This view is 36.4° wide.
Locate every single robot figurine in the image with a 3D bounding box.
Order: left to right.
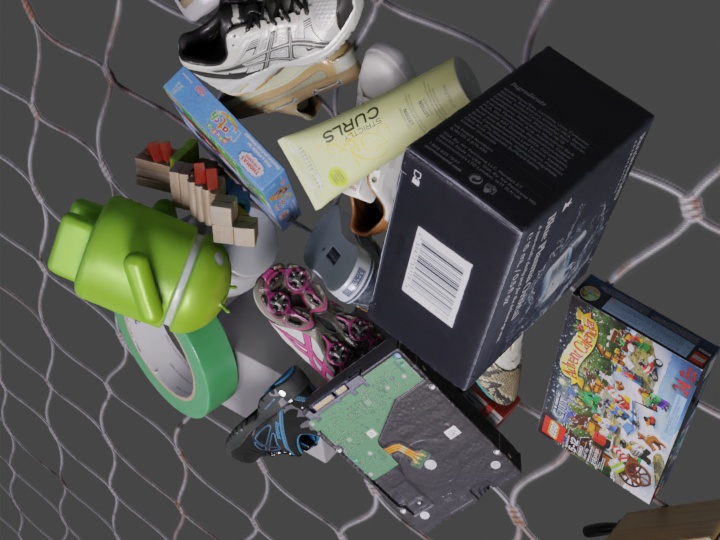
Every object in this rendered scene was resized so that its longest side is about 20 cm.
[{"bbox_3d":[-0.227,-0.005,1.175,0.198,0.176,0.117,22,110,-8],"label":"robot figurine"}]

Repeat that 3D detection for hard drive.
[{"bbox_3d":[0.054,0.171,1.134,0.139,0.038,0.200,-37,111,23],"label":"hard drive"}]

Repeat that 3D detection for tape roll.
[{"bbox_3d":[-0.229,0.083,1.341,0.200,0.048,0.202,36,144,32],"label":"tape roll"}]

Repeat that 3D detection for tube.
[{"bbox_3d":[0.018,-0.128,1.012,0.198,0.052,0.059,-24,59,27],"label":"tube"}]

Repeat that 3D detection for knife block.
[{"bbox_3d":[0.290,0.283,1.125,0.174,0.064,0.202,26,137,31],"label":"knife block"}]

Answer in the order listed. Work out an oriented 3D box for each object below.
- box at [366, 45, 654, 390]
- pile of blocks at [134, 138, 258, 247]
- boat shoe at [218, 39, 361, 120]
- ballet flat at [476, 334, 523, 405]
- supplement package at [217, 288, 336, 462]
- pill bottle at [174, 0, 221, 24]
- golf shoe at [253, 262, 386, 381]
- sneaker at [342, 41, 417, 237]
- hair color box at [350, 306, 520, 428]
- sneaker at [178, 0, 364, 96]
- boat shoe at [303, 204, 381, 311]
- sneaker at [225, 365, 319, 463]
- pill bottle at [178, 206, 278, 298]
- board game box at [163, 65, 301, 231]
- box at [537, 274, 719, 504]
[{"bbox_3d":[0.121,-0.044,0.913,0.117,0.199,0.198,36,142,20],"label":"box"},{"bbox_3d":[-0.168,-0.101,1.184,0.199,0.082,0.063,35,139,34],"label":"pile of blocks"},{"bbox_3d":[-0.073,-0.184,1.125,0.076,0.072,0.199,50,146,-18],"label":"boat shoe"},{"bbox_3d":[0.121,0.044,1.111,0.075,0.068,0.202,-27,96,45],"label":"ballet flat"},{"bbox_3d":[-0.086,0.120,1.354,0.198,0.120,0.123,23,137,33],"label":"supplement package"},{"bbox_3d":[-0.170,-0.351,1.048,0.111,0.111,0.202,-19,106,53],"label":"pill bottle"},{"bbox_3d":[-0.033,0.072,1.181,0.200,0.073,0.092,46,164,-3],"label":"golf shoe"},{"bbox_3d":[0.017,-0.118,1.067,0.072,0.084,0.202,25,135,34],"label":"sneaker"},{"bbox_3d":[0.064,0.119,1.206,0.200,0.064,0.111,43,120,14],"label":"hair color box"},{"bbox_3d":[-0.086,-0.226,1.015,0.198,0.087,0.077,-27,64,31],"label":"sneaker"},{"bbox_3d":[0.000,0.000,1.160,0.090,0.071,0.201,33,-168,-22],"label":"boat shoe"},{"bbox_3d":[-0.095,0.188,1.258,0.082,0.073,0.200,45,144,5],"label":"sneaker"},{"bbox_3d":[-0.178,-0.019,1.329,0.112,0.111,0.199,58,150,-10],"label":"pill bottle"},{"bbox_3d":[-0.133,-0.126,1.188,0.151,0.037,0.200,46,175,9],"label":"board game box"},{"bbox_3d":[0.249,0.117,1.049,0.136,0.038,0.202,31,140,26],"label":"box"}]
